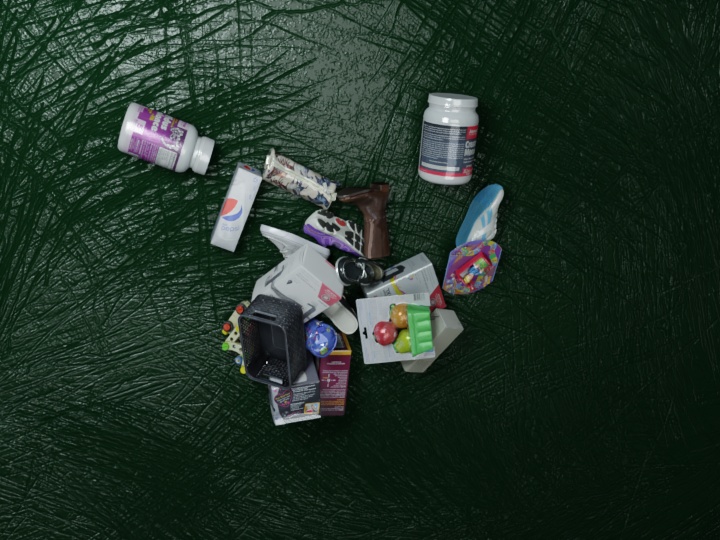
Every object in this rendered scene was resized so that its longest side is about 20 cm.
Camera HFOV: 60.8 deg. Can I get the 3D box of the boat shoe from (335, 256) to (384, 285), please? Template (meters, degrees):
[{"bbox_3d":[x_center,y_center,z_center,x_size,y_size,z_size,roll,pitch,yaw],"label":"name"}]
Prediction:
[{"bbox_3d":[0.000,0.000,1.562,0.059,0.199,0.078,-6,88,25],"label":"boat shoe"}]

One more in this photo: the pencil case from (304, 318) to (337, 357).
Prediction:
[{"bbox_3d":[-0.128,0.160,1.599,0.076,0.199,0.089,-13,104,-22],"label":"pencil case"}]

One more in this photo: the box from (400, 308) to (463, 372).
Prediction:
[{"bbox_3d":[0.192,0.198,1.715,0.081,0.069,0.201,10,130,-39],"label":"box"}]

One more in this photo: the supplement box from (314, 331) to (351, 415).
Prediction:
[{"bbox_3d":[-0.083,0.286,1.705,0.083,0.111,0.206,1,111,-13],"label":"supplement box"}]

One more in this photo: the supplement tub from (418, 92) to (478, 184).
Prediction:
[{"bbox_3d":[0.218,-0.325,1.517,0.136,0.141,0.206,-1,112,-13],"label":"supplement tub"}]

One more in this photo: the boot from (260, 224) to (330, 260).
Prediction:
[{"bbox_3d":[-0.176,-0.041,1.565,0.196,0.073,0.098,22,89,-21],"label":"boot"}]

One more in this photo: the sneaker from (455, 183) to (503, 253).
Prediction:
[{"bbox_3d":[0.335,-0.138,1.662,0.079,0.077,0.203,16,114,-25],"label":"sneaker"}]

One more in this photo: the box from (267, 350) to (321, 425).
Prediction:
[{"bbox_3d":[-0.182,0.298,1.636,0.128,0.201,0.118,-6,113,-11],"label":"box"}]

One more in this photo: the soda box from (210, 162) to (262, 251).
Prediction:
[{"bbox_3d":[-0.304,-0.155,1.501,0.062,0.068,0.204,19,106,-19],"label":"soda box"}]

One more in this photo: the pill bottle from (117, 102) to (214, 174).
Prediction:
[{"bbox_3d":[-0.436,-0.291,1.390,0.195,0.113,0.115,18,107,-20],"label":"pill bottle"}]

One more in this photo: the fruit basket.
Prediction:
[{"bbox_3d":[0.095,0.152,1.628,0.194,0.094,0.190,-5,108,13],"label":"fruit basket"}]

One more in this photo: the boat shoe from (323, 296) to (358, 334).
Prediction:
[{"bbox_3d":[-0.077,0.082,1.650,0.074,0.060,0.200,-44,94,8],"label":"boat shoe"}]

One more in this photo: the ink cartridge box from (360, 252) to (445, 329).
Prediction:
[{"bbox_3d":[0.116,0.067,1.680,0.196,0.083,0.148,-25,116,-3],"label":"ink cartridge box"}]

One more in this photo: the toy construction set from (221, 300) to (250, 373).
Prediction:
[{"bbox_3d":[-0.289,0.157,1.615,0.131,0.092,0.201,40,91,1],"label":"toy construction set"}]

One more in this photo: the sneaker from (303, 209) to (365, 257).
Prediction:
[{"bbox_3d":[-0.062,-0.090,1.593,0.197,0.082,0.083,29,140,-30],"label":"sneaker"}]

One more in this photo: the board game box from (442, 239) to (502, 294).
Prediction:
[{"bbox_3d":[0.313,0.006,1.688,0.153,0.039,0.203,-6,134,-13],"label":"board game box"}]

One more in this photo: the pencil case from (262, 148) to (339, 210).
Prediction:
[{"bbox_3d":[-0.150,-0.222,1.499,0.196,0.089,0.080,25,74,-20],"label":"pencil case"}]

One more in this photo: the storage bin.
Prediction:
[{"bbox_3d":[-0.213,0.175,1.505,0.132,0.094,0.204,12,126,19],"label":"storage bin"}]

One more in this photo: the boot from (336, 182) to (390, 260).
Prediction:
[{"bbox_3d":[0.013,-0.111,1.555,0.184,0.063,0.206,-15,113,-42],"label":"boot"}]

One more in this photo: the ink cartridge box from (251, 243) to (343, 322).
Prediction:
[{"bbox_3d":[-0.157,0.048,1.539,0.198,0.086,0.145,-32,122,33],"label":"ink cartridge box"}]
